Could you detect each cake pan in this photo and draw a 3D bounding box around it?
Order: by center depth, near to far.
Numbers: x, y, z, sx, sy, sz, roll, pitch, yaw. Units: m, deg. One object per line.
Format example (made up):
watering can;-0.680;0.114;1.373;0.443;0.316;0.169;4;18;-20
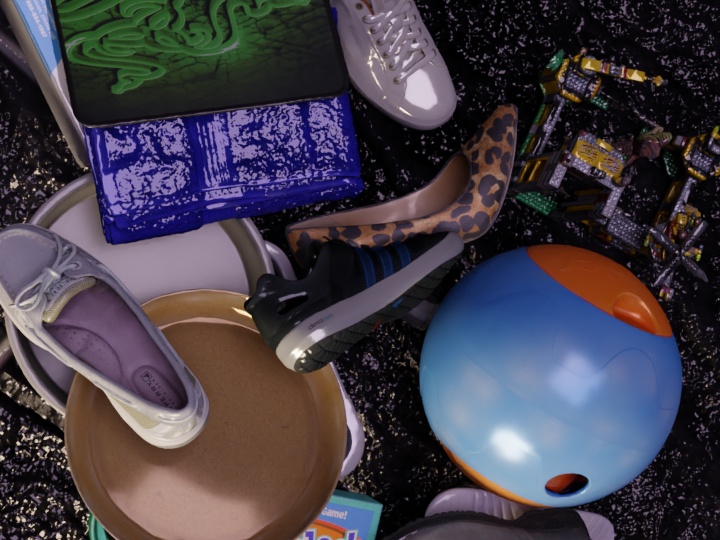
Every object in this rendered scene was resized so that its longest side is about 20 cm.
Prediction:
cake pan;-0.162;0.022;1.091;0.199;0.037;0.201;0;89;-16

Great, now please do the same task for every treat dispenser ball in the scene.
treat dispenser ball;0.145;0.081;1.136;0.200;0.201;0.202;0;89;-16

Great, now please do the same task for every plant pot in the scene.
plant pot;-0.109;0.113;1.050;0.199;0.027;0.201;3;73;-10

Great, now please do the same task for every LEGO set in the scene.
LEGO set;0.219;-0.086;1.193;0.200;0.116;0.154;37;80;-14

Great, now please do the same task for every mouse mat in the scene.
mouse mat;-0.117;-0.183;1.049;0.199;0.008;0.162;-10;71;-15

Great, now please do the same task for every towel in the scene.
towel;-0.099;-0.107;1.063;0.199;0.050;0.149;-12;97;-17

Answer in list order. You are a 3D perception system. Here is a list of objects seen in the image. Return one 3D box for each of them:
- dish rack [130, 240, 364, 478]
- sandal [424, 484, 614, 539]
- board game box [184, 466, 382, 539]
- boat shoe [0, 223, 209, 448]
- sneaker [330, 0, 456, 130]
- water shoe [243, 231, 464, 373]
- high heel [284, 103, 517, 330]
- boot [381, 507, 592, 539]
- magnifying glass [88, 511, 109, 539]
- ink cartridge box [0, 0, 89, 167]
dish rack;-0.105;0.092;1.146;0.171;0.044;0.201;-25;96;-14
sandal;0.119;0.217;1.206;0.206;0.059;0.080;15;91;-37
board game box;-0.079;0.253;1.094;0.151;0.045;0.201;13;88;-19
boat shoe;-0.181;0.037;1.010;0.074;0.065;0.202;-40;77;-18
sneaker;0.013;-0.196;1.163;0.073;0.085;0.200;-41;101;-14
water shoe;0.000;0.000;1.081;0.079;0.072;0.200;47;43;12
high heel;0.036;-0.066;1.171;0.142;0.071;0.201;27;91;-20
boot;0.109;0.241;1.079;0.199;0.131;0.068;-4;128;-21
magnifying glass;-0.121;0.144;1.109;0.080;0.022;0.200;46;78;-10
ink cartridge box;-0.149;-0.186;1.116;0.199;0.085;0.145;-28;97;-16
